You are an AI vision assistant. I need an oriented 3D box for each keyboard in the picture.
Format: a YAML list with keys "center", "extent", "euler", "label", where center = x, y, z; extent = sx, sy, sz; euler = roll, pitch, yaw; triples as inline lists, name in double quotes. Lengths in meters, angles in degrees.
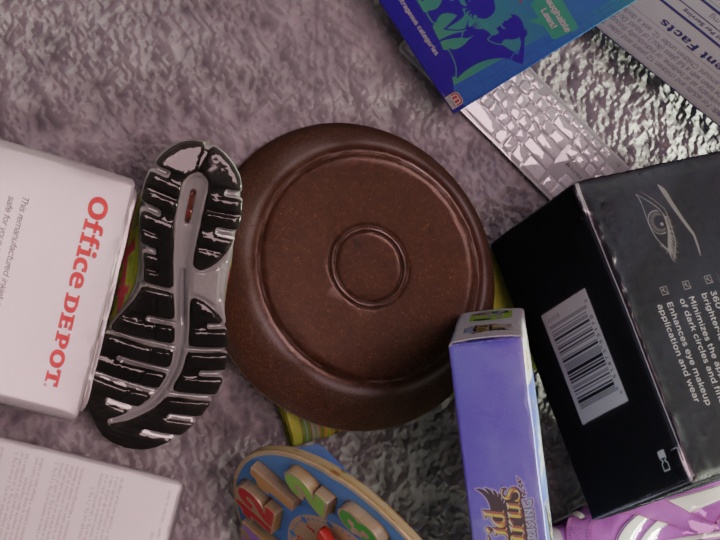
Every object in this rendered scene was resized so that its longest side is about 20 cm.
- center: [0.111, -0.101, 1.363]
  extent: [0.200, 0.011, 0.056]
  euler: [43, 72, -15]
  label: "keyboard"

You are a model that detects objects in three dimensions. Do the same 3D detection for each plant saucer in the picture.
- center: [0.000, 0.000, 1.282]
  extent: [0.200, 0.034, 0.201]
  euler: [4, 77, -20]
  label: "plant saucer"

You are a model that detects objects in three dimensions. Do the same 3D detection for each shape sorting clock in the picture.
- center: [-0.004, 0.187, 1.198]
  extent: [0.039, 0.200, 0.200]
  euler: [-35, 101, -28]
  label: "shape sorting clock"

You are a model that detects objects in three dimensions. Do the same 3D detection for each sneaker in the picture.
- center: [-0.113, 0.012, 1.228]
  extent: [0.078, 0.090, 0.200]
  euler: [15, 104, -10]
  label: "sneaker"
- center: [0.175, 0.149, 1.356]
  extent: [0.200, 0.073, 0.115]
  euler: [-4, 78, -26]
  label: "sneaker"

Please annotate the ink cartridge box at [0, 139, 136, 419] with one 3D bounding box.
- center: [-0.246, -0.007, 1.165]
  extent: [0.200, 0.084, 0.145]
  euler: [16, 81, -21]
  label: "ink cartridge box"

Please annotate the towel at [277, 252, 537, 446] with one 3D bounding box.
- center: [0.032, 0.047, 1.321]
  extent: [0.200, 0.018, 0.086]
  euler: [-15, 97, -23]
  label: "towel"

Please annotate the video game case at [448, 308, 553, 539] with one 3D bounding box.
- center: [0.087, 0.129, 1.194]
  extent: [0.045, 0.181, 0.201]
  euler: [-7, 93, 6]
  label: "video game case"

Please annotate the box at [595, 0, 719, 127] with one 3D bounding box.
- center: [0.262, -0.206, 1.322]
  extent: [0.184, 0.200, 0.105]
  euler: [36, 52, -18]
  label: "box"

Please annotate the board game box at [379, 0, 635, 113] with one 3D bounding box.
- center: [0.098, -0.212, 1.263]
  extent: [0.152, 0.200, 0.045]
  euler: [55, 31, -5]
  label: "board game box"

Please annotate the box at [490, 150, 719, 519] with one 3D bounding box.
- center: [0.220, 0.035, 1.311]
  extent: [0.200, 0.117, 0.197]
  euler: [-13, 77, -30]
  label: "box"

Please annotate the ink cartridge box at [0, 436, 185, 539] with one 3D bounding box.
- center: [-0.220, 0.179, 1.201]
  extent: [0.200, 0.050, 0.163]
  euler: [15, 82, -4]
  label: "ink cartridge box"
